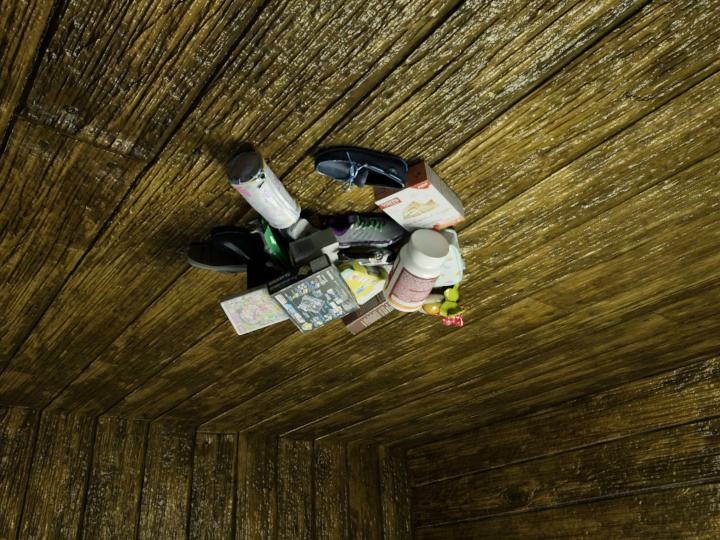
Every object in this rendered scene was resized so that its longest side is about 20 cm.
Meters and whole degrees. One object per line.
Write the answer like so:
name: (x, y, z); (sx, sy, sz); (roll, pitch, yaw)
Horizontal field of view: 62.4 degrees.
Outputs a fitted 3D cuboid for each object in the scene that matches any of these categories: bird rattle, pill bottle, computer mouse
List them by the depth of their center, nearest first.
pill bottle: (0.137, 0.000, 1.457); (0.114, 0.114, 0.200); (5, 139, -17)
computer mouse: (0.030, -0.036, 1.457); (0.110, 0.044, 0.200); (-5, 177, 22)
bird rattle: (0.251, 0.105, 1.871); (0.163, 0.113, 0.200); (7, 165, 5)

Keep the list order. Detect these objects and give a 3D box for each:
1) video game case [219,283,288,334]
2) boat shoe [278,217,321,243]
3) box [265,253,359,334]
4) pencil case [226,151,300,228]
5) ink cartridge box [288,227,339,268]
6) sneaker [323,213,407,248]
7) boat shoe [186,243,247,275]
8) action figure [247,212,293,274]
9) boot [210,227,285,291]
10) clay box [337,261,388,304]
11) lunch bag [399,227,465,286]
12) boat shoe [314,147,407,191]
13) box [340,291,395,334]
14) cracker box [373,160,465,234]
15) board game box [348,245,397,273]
video game case: (-0.223, 0.083, 1.447); (0.200, 0.018, 0.143); (-19, 141, -4)
boat shoe: (-0.149, -0.087, 1.457); (0.068, 0.072, 0.200); (24, 174, 20)
box: (-0.109, 0.061, 1.422); (0.159, 0.046, 0.200); (-26, 142, 6)
pencil case: (-0.201, -0.169, 1.271); (0.091, 0.083, 0.200); (9, 159, 23)
ink cartridge box: (-0.109, -0.021, 1.462); (0.109, 0.050, 0.200); (-22, 157, -10)
sneaker: (0.012, -0.103, 1.439); (0.200, 0.075, 0.088); (-9, 147, 10)
boat shoe: (-0.347, -0.020, 1.540); (0.200, 0.075, 0.068); (5, 145, -17)
action figure: (-0.202, -0.041, 1.413); (0.055, 0.118, 0.200); (-26, 129, 3)
boot: (-0.272, -0.010, 1.470); (0.200, 0.168, 0.076); (12, 146, -27)
clay box: (-0.020, 0.028, 1.527); (0.115, 0.048, 0.200); (-37, 150, 23)
lunch bag: (0.193, -0.031, 1.580); (0.160, 0.077, 0.200); (-10, 147, 10)
boat shoe: (0.004, -0.209, 1.239); (0.200, 0.069, 0.084); (0, 152, -8)
box: (0.034, 0.083, 1.687); (0.200, 0.100, 0.075); (-31, 147, 6)
cracker box: (0.137, -0.157, 1.366); (0.134, 0.058, 0.200); (-20, 147, 27)
board game box: (0.000, 0.000, 1.602); (0.200, 0.040, 0.153); (-29, 143, 13)
